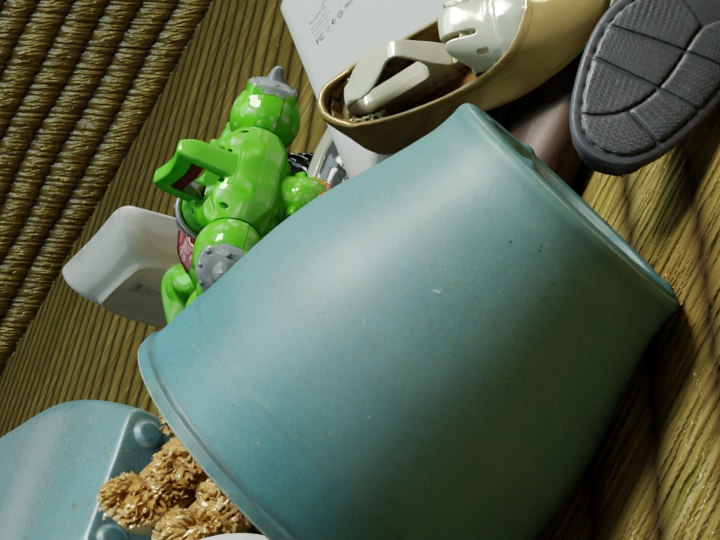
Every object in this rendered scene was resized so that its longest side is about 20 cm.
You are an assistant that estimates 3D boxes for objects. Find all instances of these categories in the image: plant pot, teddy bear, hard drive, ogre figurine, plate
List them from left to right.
[{"bbox_3d":[-0.161,0.200,1.361,0.200,0.196,0.197,-40,26,47],"label":"plant pot"},{"bbox_3d":[-0.103,0.017,1.449,0.200,0.200,0.032,147,137,-65],"label":"plate"},{"bbox_3d":[-0.073,-0.028,1.148,0.200,0.098,0.120,-55,-3,-30],"label":"ogre figurine"},{"bbox_3d":[-0.057,0.099,1.152,0.145,0.200,0.067,35,143,56],"label":"teddy bear"},{"bbox_3d":[0.018,-0.149,1.265,0.132,0.027,0.200,-49,41,27],"label":"hard drive"},{"bbox_3d":[0.035,0.034,0.921,0.188,0.200,0.200,-47,15,8],"label":"plant pot"}]

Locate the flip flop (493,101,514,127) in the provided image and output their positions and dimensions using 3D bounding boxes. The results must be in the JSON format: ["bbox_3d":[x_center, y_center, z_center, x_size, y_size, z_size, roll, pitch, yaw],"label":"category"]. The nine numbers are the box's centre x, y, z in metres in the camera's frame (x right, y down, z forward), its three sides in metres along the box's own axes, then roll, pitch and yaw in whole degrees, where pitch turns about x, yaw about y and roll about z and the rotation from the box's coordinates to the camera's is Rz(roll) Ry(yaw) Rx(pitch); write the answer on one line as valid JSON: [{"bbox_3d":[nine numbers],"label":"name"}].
[{"bbox_3d":[0.060,-0.050,1.233,0.200,0.058,0.081,-66,13,2],"label":"flip flop"}]

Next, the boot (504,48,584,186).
[{"bbox_3d":[0.099,-0.050,1.097,0.200,0.064,0.186,-61,14,-6],"label":"boot"}]

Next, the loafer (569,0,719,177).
[{"bbox_3d":[0.162,-0.126,1.001,0.200,0.072,0.063,-62,-8,-17],"label":"loafer"}]

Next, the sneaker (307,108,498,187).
[{"bbox_3d":[0.031,-0.070,1.314,0.106,0.075,0.200,1,70,42],"label":"sneaker"}]

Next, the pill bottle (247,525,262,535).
[{"bbox_3d":[-0.065,0.186,1.176,0.104,0.104,0.200,-59,14,21],"label":"pill bottle"}]

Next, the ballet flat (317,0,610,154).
[{"bbox_3d":[0.052,-0.118,1.131,0.200,0.063,0.069,-30,53,42],"label":"ballet flat"}]

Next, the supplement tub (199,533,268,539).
[{"bbox_3d":[-0.057,0.226,0.974,0.146,0.145,0.200,-60,13,14],"label":"supplement tub"}]

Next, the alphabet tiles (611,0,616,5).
[{"bbox_3d":[0.154,-0.213,1.300,0.167,0.006,0.200,-62,13,4],"label":"alphabet tiles"}]

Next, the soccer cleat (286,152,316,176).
[{"bbox_3d":[-0.030,-0.057,1.380,0.067,0.200,0.081,34,91,33],"label":"soccer cleat"}]

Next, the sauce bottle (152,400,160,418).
[{"bbox_3d":[-0.100,0.064,1.286,0.200,0.066,0.066,116,177,-76],"label":"sauce bottle"}]
